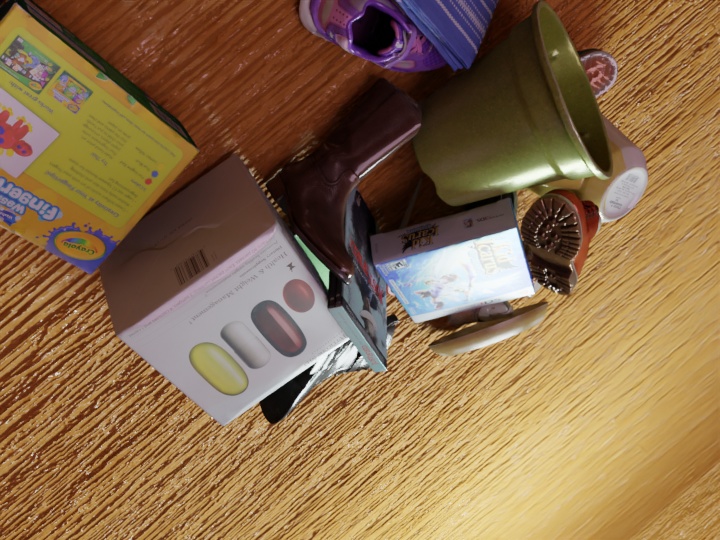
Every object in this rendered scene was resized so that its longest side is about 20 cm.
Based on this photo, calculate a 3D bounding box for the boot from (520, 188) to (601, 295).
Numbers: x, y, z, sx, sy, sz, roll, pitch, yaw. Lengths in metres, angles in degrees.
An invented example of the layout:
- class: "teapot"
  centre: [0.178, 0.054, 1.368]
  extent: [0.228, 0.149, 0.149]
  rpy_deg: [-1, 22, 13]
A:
- class: "boot"
  centre: [0.254, -0.059, 0.845]
  extent: [0.108, 0.074, 0.200]
  rpy_deg: [-55, 154, -13]

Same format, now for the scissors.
- class: "scissors"
  centre: [0.044, -0.035, 0.954]
  extent: [0.072, 0.014, 0.203]
  rpy_deg: [-13, 132, -24]

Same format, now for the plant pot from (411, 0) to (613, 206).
- class: "plant pot"
  centre: [0.163, -0.167, 0.787]
  extent: [0.182, 0.204, 0.199]
  rpy_deg: [-21, 147, 30]

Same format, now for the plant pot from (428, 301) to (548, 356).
- class: "plant pot"
  centre: [0.201, 0.094, 1.069]
  extent: [0.197, 0.028, 0.200]
  rpy_deg: [-20, 176, -1]

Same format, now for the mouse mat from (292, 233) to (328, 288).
- class: "mouse mat"
  centre: [-0.069, 0.025, 0.921]
  extent: [0.159, 0.008, 0.201]
  rpy_deg: [-29, 137, -5]

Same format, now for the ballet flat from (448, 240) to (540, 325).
- class: "ballet flat"
  centre: [0.214, 0.025, 1.003]
  extent: [0.200, 0.067, 0.068]
  rpy_deg: [-45, 146, 9]

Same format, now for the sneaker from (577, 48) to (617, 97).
- class: "sneaker"
  centre: [0.228, -0.224, 0.890]
  extent: [0.197, 0.080, 0.072]
  rpy_deg: [-23, 109, 12]

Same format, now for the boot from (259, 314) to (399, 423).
- class: "boot"
  centre: [-0.042, 0.144, 1.003]
  extent: [0.172, 0.070, 0.201]
  rpy_deg: [-1, 137, -48]

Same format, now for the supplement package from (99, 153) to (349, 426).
- class: "supplement package"
  centre: [-0.146, 0.026, 0.764]
  extent: [0.190, 0.148, 0.201]
  rpy_deg: [-34, 136, -1]

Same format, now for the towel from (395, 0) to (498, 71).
- class: "towel"
  centre: [0.105, -0.329, 0.703]
  extent: [0.144, 0.024, 0.203]
  rpy_deg: [30, 80, -45]

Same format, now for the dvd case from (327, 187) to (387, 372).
- class: "dvd case"
  centre: [0.000, 0.000, 0.830]
  extent: [0.022, 0.203, 0.147]
  rpy_deg: [-11, 140, 18]

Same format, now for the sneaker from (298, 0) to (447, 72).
- class: "sneaker"
  centre: [0.034, -0.246, 0.720]
  extent: [0.197, 0.089, 0.081]
  rpy_deg: [4, 121, -39]

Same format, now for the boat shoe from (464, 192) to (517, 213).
- class: "boat shoe"
  centre: [0.169, -0.050, 0.988]
  extent: [0.060, 0.072, 0.204]
  rpy_deg: [-15, 134, -30]

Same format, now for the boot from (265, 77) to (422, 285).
- class: "boot"
  centre: [0.007, -0.106, 0.746]
  extent: [0.199, 0.187, 0.064]
  rpy_deg: [-39, 146, 2]

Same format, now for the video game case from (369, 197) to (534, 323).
- class: "video game case"
  centre: [0.127, -0.004, 0.901]
  extent: [0.178, 0.046, 0.200]
  rpy_deg: [-16, 151, 14]

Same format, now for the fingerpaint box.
- class: "fingerpaint box"
  centre: [-0.277, -0.117, 0.616]
  extent: [0.167, 0.073, 0.199]
  rpy_deg: [-47, 137, 6]

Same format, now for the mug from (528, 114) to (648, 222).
- class: "mug"
  centre: [0.297, -0.135, 0.950]
  extent: [0.185, 0.154, 0.151]
  rpy_deg: [-30, 138, -11]
